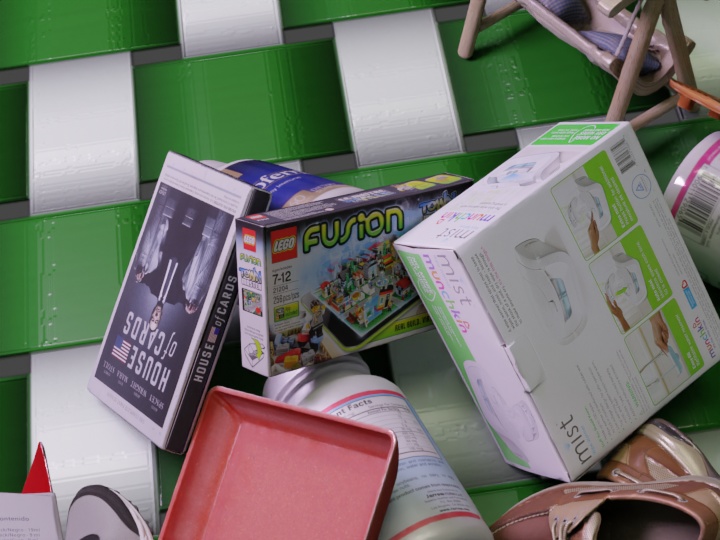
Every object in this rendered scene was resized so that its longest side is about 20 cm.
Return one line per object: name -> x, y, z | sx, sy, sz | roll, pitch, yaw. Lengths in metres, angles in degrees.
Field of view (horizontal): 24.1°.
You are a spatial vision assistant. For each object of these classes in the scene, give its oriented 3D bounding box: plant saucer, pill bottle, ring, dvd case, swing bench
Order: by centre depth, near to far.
plant saucer -> -0.062, 0.192, 1.149 | 0.199, 0.037, 0.201 | 8, 77, 47
pill bottle -> 0.006, 0.148, 1.213 | 0.108, 0.109, 0.201 | -23, 52, -13
dvd case -> -0.139, 0.020, 1.268 | 0.150, 0.025, 0.202 | 24, 95, 56
pill bottle -> 0.338, -0.017, 1.311 | 0.199, 0.114, 0.113 | 32, 60, 26
pill bottle -> -0.069, -0.024, 1.320 | 0.116, 0.116, 0.199 | -41, 35, -25
ring -> 0.338, -0.105, 1.364 | 0.200, 0.200, 0.019 | 30, 103, 25
swing bench -> 0.189, -0.233, 1.440 | 0.129, 0.201, 0.199 | -31, 56, -19

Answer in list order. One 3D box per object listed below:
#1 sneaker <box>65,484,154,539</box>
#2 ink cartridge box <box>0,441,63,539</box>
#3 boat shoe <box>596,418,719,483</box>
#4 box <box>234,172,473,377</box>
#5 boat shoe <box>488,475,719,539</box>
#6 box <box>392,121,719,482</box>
sneaker -> -0.189, 0.233, 1.169 | 0.074, 0.079, 0.201 | -34, 43, 28
ink cartridge box -> -0.255, 0.237, 1.101 | 0.083, 0.201, 0.176 | 4, 46, -25
boat shoe -> 0.244, 0.191, 1.187 | 0.074, 0.076, 0.200 | -33, 48, -15
box -> 0.000, 0.000, 1.227 | 0.199, 0.111, 0.035 | -15, 20, -37
boat shoe -> 0.161, 0.180, 1.151 | 0.199, 0.072, 0.076 | -19, 80, 31
box -> 0.151, 0.021, 1.236 | 0.176, 0.201, 0.096 | -36, 19, -21
